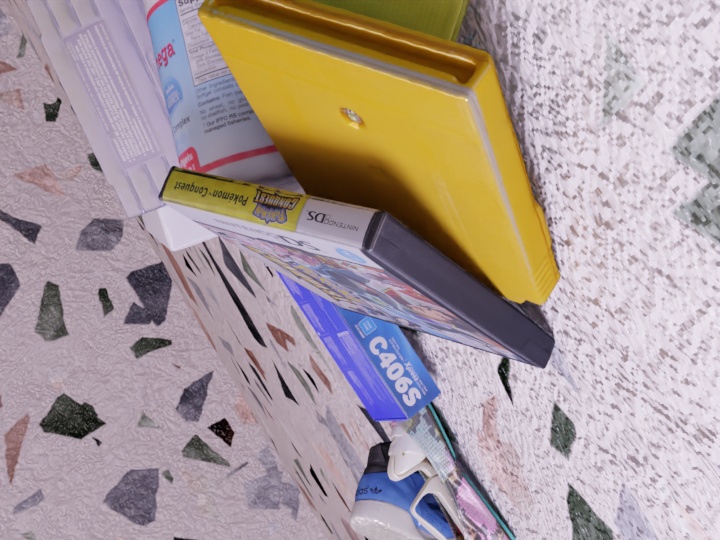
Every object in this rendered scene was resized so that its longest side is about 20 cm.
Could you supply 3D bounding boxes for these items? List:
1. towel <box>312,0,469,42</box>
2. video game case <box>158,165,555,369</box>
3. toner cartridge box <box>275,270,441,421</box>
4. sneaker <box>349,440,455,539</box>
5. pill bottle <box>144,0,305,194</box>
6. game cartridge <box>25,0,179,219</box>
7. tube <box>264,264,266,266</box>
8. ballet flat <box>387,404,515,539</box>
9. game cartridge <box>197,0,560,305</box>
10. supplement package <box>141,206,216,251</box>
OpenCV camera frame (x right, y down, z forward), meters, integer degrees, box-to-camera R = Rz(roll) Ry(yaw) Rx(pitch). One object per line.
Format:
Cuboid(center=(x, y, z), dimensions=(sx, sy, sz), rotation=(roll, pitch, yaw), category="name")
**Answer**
Cuboid(center=(-0.035, -0.165, 0.601), dimensions=(0.199, 0.018, 0.086), rotation=(31, 136, 14), category="towel")
Cuboid(center=(0.000, 0.000, 0.709), dimensions=(0.180, 0.026, 0.200), rotation=(15, 167, 41), category="video game case")
Cuboid(center=(-0.011, 0.043, 1.041), dimensions=(0.201, 0.043, 0.095), rotation=(57, 159, -4), category="toner cartridge box")
Cuboid(center=(0.081, 0.244, 1.178), dimensions=(0.199, 0.112, 0.077), rotation=(31, 146, -24), category="sneaker")
Cuboid(center=(-0.085, -0.148, 0.778), dimensions=(0.109, 0.108, 0.202), rotation=(136, 121, -76), category="pill bottle")
Cuboid(center=(-0.181, -0.152, 0.933), dimensions=(0.129, 0.038, 0.201), rotation=(-15, 105, 30), category="game cartridge")
Cuboid(center=(-0.124, -0.104, 1.228), dimensions=(0.201, 0.050, 0.077), rotation=(63, 155, 7), category="tube")
Cuboid(center=(0.071, 0.202, 1.100), dimensions=(0.201, 0.071, 0.069), rotation=(58, 165, 8), category="ballet flat")
Cuboid(center=(0.018, -0.065, 0.634), dimensions=(0.175, 0.033, 0.200), rotation=(24, 161, 31), category="game cartridge")
Cuboid(center=(-0.159, -0.138, 1.043), dimensions=(0.121, 0.119, 0.202), rotation=(28, 135, 65), category="supplement package")
